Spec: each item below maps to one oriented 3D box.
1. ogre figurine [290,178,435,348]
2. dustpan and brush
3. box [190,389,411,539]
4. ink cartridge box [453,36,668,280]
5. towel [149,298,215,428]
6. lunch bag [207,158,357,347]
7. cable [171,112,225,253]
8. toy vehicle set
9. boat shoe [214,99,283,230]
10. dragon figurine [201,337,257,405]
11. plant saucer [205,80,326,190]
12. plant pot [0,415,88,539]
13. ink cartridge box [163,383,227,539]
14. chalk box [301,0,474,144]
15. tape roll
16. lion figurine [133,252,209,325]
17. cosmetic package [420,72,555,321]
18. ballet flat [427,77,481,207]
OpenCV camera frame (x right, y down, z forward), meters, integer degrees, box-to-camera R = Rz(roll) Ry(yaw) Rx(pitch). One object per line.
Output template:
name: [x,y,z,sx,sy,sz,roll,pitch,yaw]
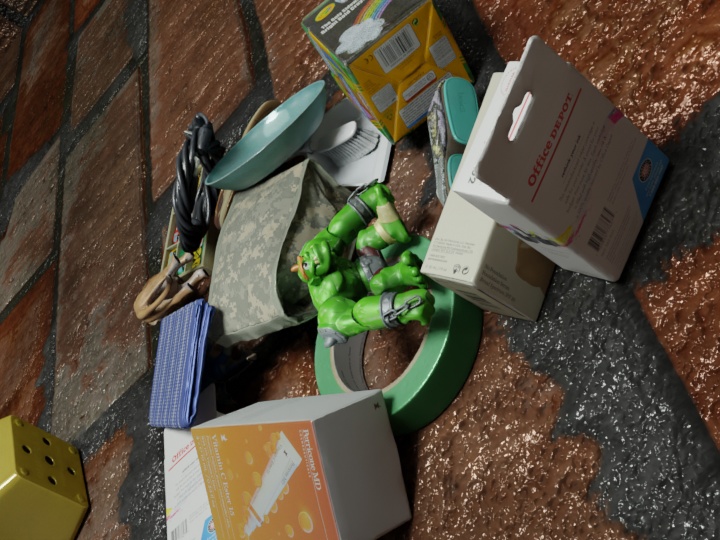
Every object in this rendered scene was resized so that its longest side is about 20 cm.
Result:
ogre figurine: [0.000,0.000,0.854,0.119,0.098,0.203,-31,60,11]
dustpan and brush: [-0.044,-0.159,1.102,0.198,0.057,0.143,-14,58,48]
box: [-0.062,0.196,0.842,0.198,0.096,0.127,-14,90,45]
ink cartridge box: [0.153,-0.087,0.693,0.067,0.198,0.117,19,82,52]
towel: [-0.222,0.118,1.053,0.199,0.023,0.148,161,118,-63]
lunch bag: [-0.097,-0.006,1.021,0.162,0.117,0.203,-17,49,47]
cable: [-0.218,-0.105,1.180,0.201,0.050,0.167,101,174,-65]
toy vehicle set: [-0.255,-0.074,1.334,0.123,0.026,0.204,-23,52,41]
boat shoe: [-0.161,-0.147,1.233,0.071,0.071,0.204,19,91,54]
dragon figurine: [-0.183,0.138,1.093,0.198,0.058,0.101,7,74,52]
plant saucer: [-0.112,-0.163,1.094,0.198,0.036,0.201,-35,20,14]
plant pot: [-0.520,0.343,1.283,0.176,0.200,0.201,-43,39,5]
ink cartridge box: [-0.170,0.250,1.002,0.115,0.067,0.203,-41,42,27]
chalk box: [0.021,-0.266,1.014,0.124,0.124,0.201,-36,39,2]
tape roll: [0.034,0.064,0.885,0.199,0.048,0.204,-29,48,38]
lion figurine: [-0.277,0.035,1.194,0.122,0.073,0.200,-40,-1,5]
cosmetic package: [0.142,-0.068,0.790,0.070,0.104,0.204,12,79,50]
ballet flat: [0.105,-0.109,0.902,0.071,0.071,0.204,-31,47,35]
